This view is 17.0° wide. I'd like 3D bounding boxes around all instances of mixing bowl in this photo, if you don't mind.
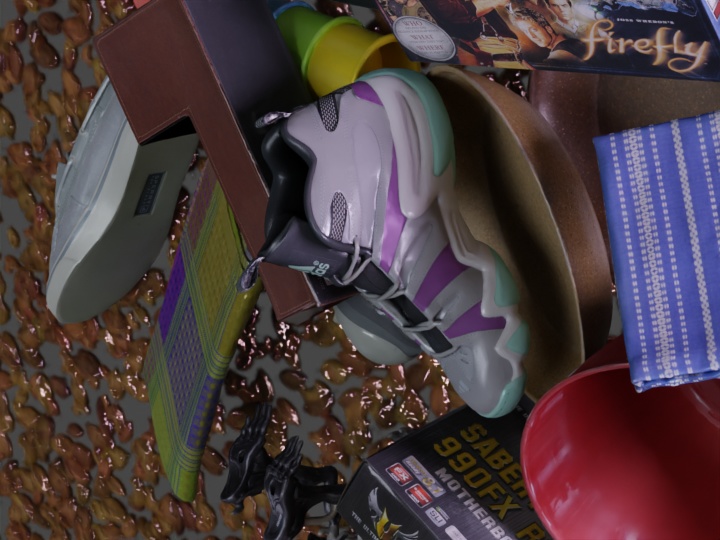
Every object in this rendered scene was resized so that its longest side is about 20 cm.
[{"bbox_3d":[0.193,0.086,1.228,0.200,0.108,0.200,19,139,17],"label":"mixing bowl"}]

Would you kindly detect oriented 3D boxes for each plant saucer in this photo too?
[{"bbox_3d":[0.089,-0.022,1.310,0.200,0.035,0.200,159,90,-75],"label":"plant saucer"},{"bbox_3d":[0.176,-0.074,1.254,0.200,0.037,0.201,17,117,37],"label":"plant saucer"}]

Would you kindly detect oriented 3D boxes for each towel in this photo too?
[{"bbox_3d":[-0.097,0.029,1.512,0.144,0.023,0.200,-109,32,-51],"label":"towel"},{"bbox_3d":[0.214,-0.025,1.134,0.200,0.024,0.145,-12,60,13],"label":"towel"}]

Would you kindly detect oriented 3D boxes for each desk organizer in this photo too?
[{"bbox_3d":[-0.069,-0.064,1.368,0.077,0.072,0.200,-28,84,37],"label":"desk organizer"}]

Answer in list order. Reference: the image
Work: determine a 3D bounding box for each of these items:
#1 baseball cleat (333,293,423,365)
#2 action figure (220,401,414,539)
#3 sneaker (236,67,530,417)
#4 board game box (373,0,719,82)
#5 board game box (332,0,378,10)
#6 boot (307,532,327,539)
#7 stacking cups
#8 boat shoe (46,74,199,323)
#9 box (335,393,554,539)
[{"bbox_3d":[-0.009,-0.042,1.416,0.200,0.070,0.106,54,143,-1],"label":"baseball cleat"},{"bbox_3d":[0.023,0.148,1.428,0.102,0.200,0.119,-60,28,-1],"label":"action figure"},{"bbox_3d":[0.000,0.000,1.292,0.078,0.140,0.200,-34,76,61],"label":"sneaker"},{"bbox_3d":[0.085,-0.154,1.196,0.200,0.035,0.136,7,147,36],"label":"board game box"},{"bbox_3d":[-0.001,-0.192,1.322,0.200,0.028,0.135,17,155,40],"label":"board game box"},{"bbox_3d":[0.003,0.235,1.452,0.198,0.162,0.073,32,103,16],"label":"boot"},{"bbox_3d":[-0.059,-0.138,1.429,0.200,0.060,0.061,23,121,35],"label":"stacking cups"},{"bbox_3d":[-0.162,-0.055,1.563,0.072,0.070,0.201,51,130,30],"label":"boat shoe"},{"bbox_3d":[0.109,0.160,1.322,0.200,0.158,0.048,47,134,20],"label":"box"}]
